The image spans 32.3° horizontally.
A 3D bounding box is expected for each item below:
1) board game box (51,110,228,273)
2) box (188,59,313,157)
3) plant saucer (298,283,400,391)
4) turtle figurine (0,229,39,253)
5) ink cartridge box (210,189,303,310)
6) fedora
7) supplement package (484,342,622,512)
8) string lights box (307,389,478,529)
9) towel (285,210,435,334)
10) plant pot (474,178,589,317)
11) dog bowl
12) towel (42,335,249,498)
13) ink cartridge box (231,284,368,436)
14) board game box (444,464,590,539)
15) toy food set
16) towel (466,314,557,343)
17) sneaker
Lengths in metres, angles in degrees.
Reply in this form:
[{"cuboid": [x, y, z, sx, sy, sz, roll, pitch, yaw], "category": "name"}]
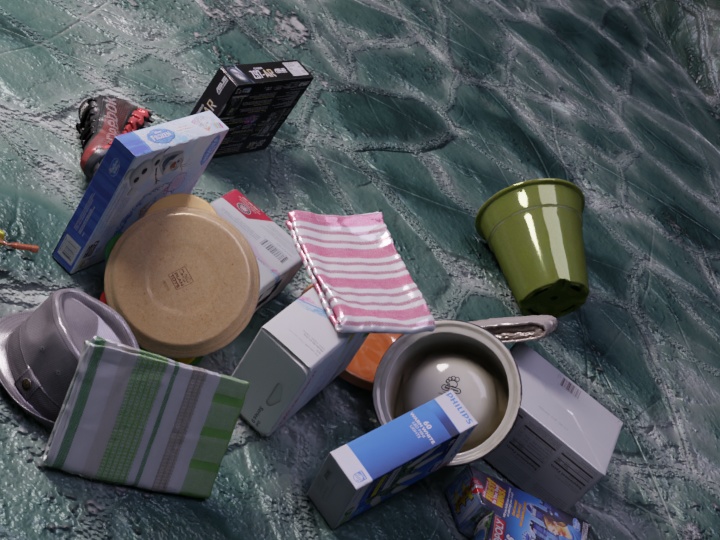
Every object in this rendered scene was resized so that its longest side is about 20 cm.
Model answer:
[{"cuboid": [-0.281, -0.103, 1.596, 0.043, 0.200, 0.199, 43, 30, 12], "category": "board game box"}, {"cuboid": [-0.180, -0.250, 1.939, 0.044, 0.160, 0.200, 48, 33, 15], "category": "box"}, {"cuboid": [-0.007, 0.097, 1.781, 0.200, 0.032, 0.201, 26, 33, -19], "category": "plant saucer"}, {"cuboid": [-0.485, -0.035, 1.425, 0.200, 0.065, 0.161, -16, 52, -44], "category": "turtle figurine"}, {"cuboid": [-0.183, -0.011, 1.690, 0.146, 0.083, 0.200, 41, 31, 5], "category": "ink cartridge box"}, {"cuboid": [-0.318, 0.091, 1.404, 0.176, 0.090, 0.200, -2, 48, -47], "category": "fedora"}, {"cuboid": [0.258, 0.227, 1.804, 0.200, 0.111, 0.156, 40, 31, 3], "category": "supplement package"}, {"cuboid": [0.040, 0.229, 1.524, 0.200, 0.103, 0.059, -23, 63, -34], "category": "string lights box"}, {"cuboid": [0.000, 0.000, 1.585, 0.146, 0.030, 0.200, -1, 48, -33], "category": "towel"}, {"cuboid": [0.315, -0.025, 2.155, 0.199, 0.200, 0.191, 15, 49, -34], "category": "plant pot"}, {"cuboid": [0.119, 0.172, 1.674, 0.200, 0.200, 0.074, 51, -6, 21], "category": "dog bowl"}, {"cuboid": [-0.233, 0.164, 1.364, 0.199, 0.150, 0.031, 19, 4, -31], "category": "towel"}, {"cuboid": [-0.068, 0.098, 1.575, 0.087, 0.145, 0.200, 40, 40, 8], "category": "ink cartridge box"}, {"cuboid": [0.195, 0.355, 1.617, 0.200, 0.062, 0.200, 34, 31, -4], "category": "board game box"}, {"cuboid": [-0.225, 0.014, 1.550, 0.200, 0.049, 0.198, 45, 74, 4], "category": "toy food set"}, {"cuboid": [0.187, 0.089, 1.842, 0.132, 0.199, 0.035, -13, 96, -73], "category": "towel"}, {"cuboid": [-0.366, -0.192, 1.756, 0.098, 0.071, 0.201, 33, 29, -8], "category": "sneaker"}]
